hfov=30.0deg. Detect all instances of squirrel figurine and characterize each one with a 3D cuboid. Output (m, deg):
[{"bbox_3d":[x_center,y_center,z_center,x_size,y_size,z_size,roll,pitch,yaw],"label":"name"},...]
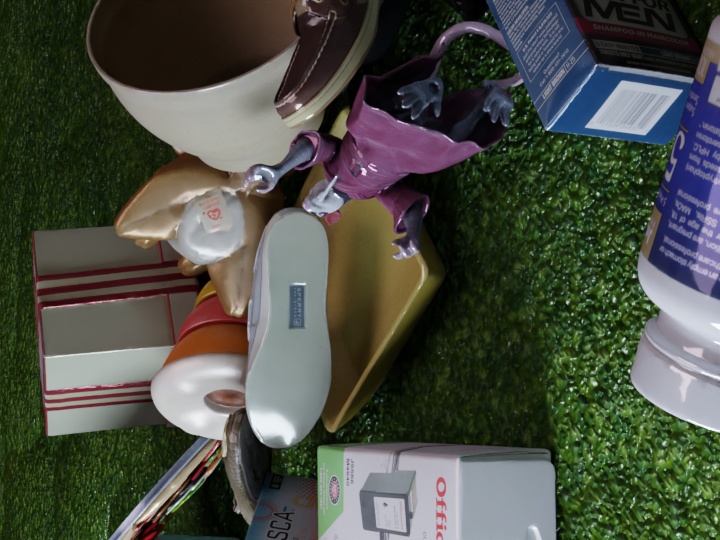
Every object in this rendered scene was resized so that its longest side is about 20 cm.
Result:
[{"bbox_3d":[-0.124,-0.088,1.239,0.200,0.141,0.187,-58,13,11],"label":"squirrel figurine"}]

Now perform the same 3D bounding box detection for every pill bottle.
[{"bbox_3d":[0.211,-0.022,0.695,0.120,0.120,0.200,40,121,54],"label":"pill bottle"}]

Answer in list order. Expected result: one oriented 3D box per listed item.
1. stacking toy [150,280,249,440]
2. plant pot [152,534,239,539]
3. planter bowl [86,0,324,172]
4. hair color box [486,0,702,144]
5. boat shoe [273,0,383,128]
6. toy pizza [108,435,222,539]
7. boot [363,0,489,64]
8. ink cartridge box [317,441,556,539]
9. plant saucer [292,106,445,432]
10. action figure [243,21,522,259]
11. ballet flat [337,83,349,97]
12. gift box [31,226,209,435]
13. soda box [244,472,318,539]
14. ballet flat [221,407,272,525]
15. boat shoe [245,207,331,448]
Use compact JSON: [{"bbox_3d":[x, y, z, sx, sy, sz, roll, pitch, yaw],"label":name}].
[{"bbox_3d":[-0.115,0.048,1.274,0.146,0.146,0.200,-46,33,49],"label":"stacking toy"},{"bbox_3d":[-0.160,0.363,1.289,0.141,0.141,0.200,-52,39,45],"label":"plant pot"},{"bbox_3d":[-0.101,-0.165,1.085,0.200,0.200,0.135,61,175,42],"label":"planter bowl"},{"bbox_3d":[0.137,-0.177,0.855,0.061,0.100,0.200,-54,44,42],"label":"hair color box"},{"bbox_3d":[-0.025,-0.194,0.957,0.072,0.072,0.200,-13,48,59],"label":"boat shoe"},{"bbox_3d":[-0.189,0.226,1.340,0.032,0.200,0.200,42,136,2],"label":"toy pizza"},{"bbox_3d":[0.050,-0.234,1.046,0.162,0.073,0.199,42,124,48],"label":"boot"},{"bbox_3d":[0.050,0.201,0.987,0.200,0.084,0.146,-10,79,59],"label":"ink cartridge box"},{"bbox_3d":[0.000,0.000,1.128,0.200,0.048,0.200,-61,38,38],"label":"plant saucer"},{"bbox_3d":[0.011,-0.097,0.991,0.200,0.134,0.149,-34,27,54],"label":"action figure"},{"bbox_3d":[-0.044,-0.176,1.217,0.200,0.069,0.070,-20,70,62],"label":"ballet flat"},{"bbox_3d":[-0.239,0.058,1.392,0.200,0.186,0.185,112,150,-56],"label":"gift box"},{"bbox_3d":[-0.064,0.247,1.097,0.200,0.068,0.064,-72,-10,-66],"label":"soda box"},{"bbox_3d":[-0.102,0.179,1.197,0.200,0.046,0.067,80,-156,-59],"label":"ballet flat"},{"bbox_3d":[-0.060,0.045,1.128,0.072,0.070,0.201,-135,50,-78],"label":"boat shoe"}]
